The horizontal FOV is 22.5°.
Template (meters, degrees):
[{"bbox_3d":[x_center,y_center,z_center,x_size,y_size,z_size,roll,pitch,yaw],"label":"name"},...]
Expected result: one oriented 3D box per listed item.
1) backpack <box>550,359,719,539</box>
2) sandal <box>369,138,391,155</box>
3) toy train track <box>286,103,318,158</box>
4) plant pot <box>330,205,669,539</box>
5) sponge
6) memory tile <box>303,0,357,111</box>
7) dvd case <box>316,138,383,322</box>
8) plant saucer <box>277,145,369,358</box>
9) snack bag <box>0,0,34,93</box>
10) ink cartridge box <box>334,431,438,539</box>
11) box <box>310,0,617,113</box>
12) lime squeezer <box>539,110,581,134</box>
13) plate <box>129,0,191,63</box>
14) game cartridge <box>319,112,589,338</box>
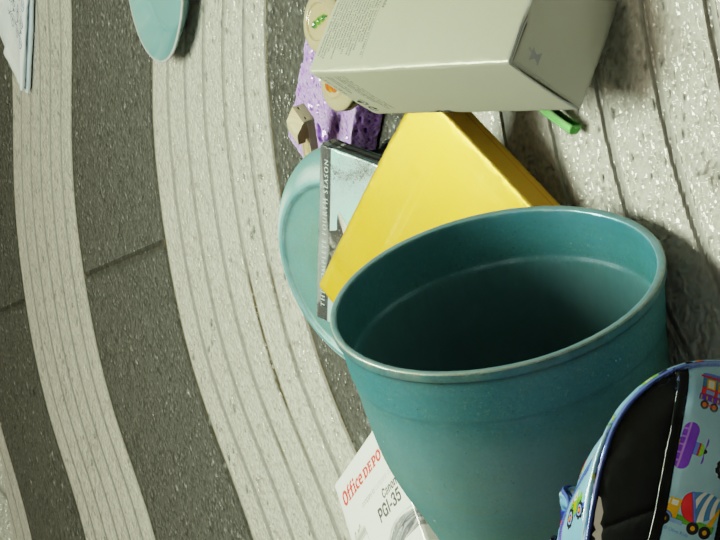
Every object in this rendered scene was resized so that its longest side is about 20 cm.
[{"bbox_3d":[0.182,0.144,0.933,0.135,0.182,0.200,-159,76,-83],"label":"backpack"},{"bbox_3d":[0.034,-0.071,1.385,0.200,0.045,0.075,-19,96,53],"label":"sandal"},{"bbox_3d":[-0.046,-0.053,1.526,0.200,0.033,0.115,84,161,-44],"label":"toy train track"},{"bbox_3d":[0.101,0.088,1.104,0.200,0.200,0.188,38,148,59],"label":"plant pot"},{"bbox_3d":[-0.014,-0.161,1.479,0.112,0.030,0.200,-122,32,-43],"label":"sponge"},{"bbox_3d":[0.011,-0.221,1.358,0.200,0.017,0.153,-34,64,51],"label":"memory tile"},{"bbox_3d":[0.045,-0.002,1.312,0.200,0.022,0.146,24,122,40],"label":"dvd case"},{"bbox_3d":[0.000,0.000,1.409,0.200,0.027,0.200,27,131,37],"label":"plant saucer"},{"bbox_3d":[-0.498,-0.382,2.576,0.200,0.021,0.189,-121,31,-43],"label":"snack bag"},{"bbox_3d":[0.061,0.216,1.360,0.147,0.083,0.200,120,137,-56],"label":"ink cartridge box"},{"bbox_3d":[0.062,-0.149,1.156,0.200,0.068,0.082,7,72,52],"label":"box"},{"bbox_3d":[0.097,-0.166,1.220,0.071,0.038,0.200,-29,67,33],"label":"lime squeezer"},{"bbox_3d":[-0.209,-0.318,1.900,0.200,0.026,0.200,171,90,-67],"label":"plate"},{"bbox_3d":[0.064,-0.001,1.252,0.176,0.032,0.200,49,133,24],"label":"game cartridge"}]
